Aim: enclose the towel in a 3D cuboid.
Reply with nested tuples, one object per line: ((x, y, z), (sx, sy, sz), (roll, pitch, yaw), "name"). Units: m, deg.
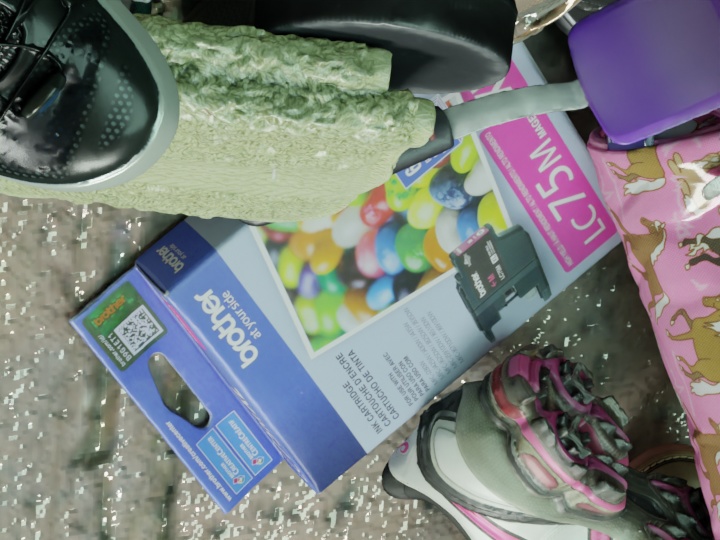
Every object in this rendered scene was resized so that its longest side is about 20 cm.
((-0.084, -0.051, 0.977), (0.200, 0.148, 0.037), (8, 75, -10), "towel")

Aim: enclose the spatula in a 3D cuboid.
((0.047, -0.057, 1.076), (0.200, 0.057, 0.021), (-19, 160, -5), "spatula")

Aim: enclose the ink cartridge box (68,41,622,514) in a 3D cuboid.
((0.000, 0.000, 1.126), (0.200, 0.042, 0.119), (-38, 123, -5), "ink cartridge box")

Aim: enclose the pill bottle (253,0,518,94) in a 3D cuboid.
((0.017, -0.165, 0.970), (0.112, 0.112, 0.200), (12, 78, -31), "pill bottle")

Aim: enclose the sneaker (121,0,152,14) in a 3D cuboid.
((-0.074, -0.171, 0.992), (0.080, 0.077, 0.200), (-9, 117, -34), "sneaker")

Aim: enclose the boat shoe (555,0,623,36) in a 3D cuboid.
((0.088, -0.134, 1.098), (0.069, 0.057, 0.200), (-45, 124, -2), "boat shoe")

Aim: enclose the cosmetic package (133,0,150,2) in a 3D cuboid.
((-0.134, -0.173, 0.908), (0.200, 0.074, 0.102), (24, 103, -6), "cosmetic package")

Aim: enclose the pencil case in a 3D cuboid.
((0.152, 0.024, 1.127), (0.083, 0.087, 0.200), (-14, 102, 21), "pencil case")

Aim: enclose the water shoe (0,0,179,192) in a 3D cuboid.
((-0.144, -0.083, 0.855), (0.200, 0.079, 0.072), (34, 102, -8), "water shoe")

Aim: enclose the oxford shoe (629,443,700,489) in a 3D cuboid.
((0.113, 0.172, 1.238), (0.071, 0.074, 0.200), (11, 106, -30), "oxford shoe")

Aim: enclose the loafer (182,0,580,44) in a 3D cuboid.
((0.028, -0.102, 1.051), (0.200, 0.072, 0.063), (-24, 143, 19), "loafer")

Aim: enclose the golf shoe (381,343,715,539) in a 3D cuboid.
((0.096, 0.117, 1.175), (0.092, 0.073, 0.200), (-33, 112, 27), "golf shoe")
